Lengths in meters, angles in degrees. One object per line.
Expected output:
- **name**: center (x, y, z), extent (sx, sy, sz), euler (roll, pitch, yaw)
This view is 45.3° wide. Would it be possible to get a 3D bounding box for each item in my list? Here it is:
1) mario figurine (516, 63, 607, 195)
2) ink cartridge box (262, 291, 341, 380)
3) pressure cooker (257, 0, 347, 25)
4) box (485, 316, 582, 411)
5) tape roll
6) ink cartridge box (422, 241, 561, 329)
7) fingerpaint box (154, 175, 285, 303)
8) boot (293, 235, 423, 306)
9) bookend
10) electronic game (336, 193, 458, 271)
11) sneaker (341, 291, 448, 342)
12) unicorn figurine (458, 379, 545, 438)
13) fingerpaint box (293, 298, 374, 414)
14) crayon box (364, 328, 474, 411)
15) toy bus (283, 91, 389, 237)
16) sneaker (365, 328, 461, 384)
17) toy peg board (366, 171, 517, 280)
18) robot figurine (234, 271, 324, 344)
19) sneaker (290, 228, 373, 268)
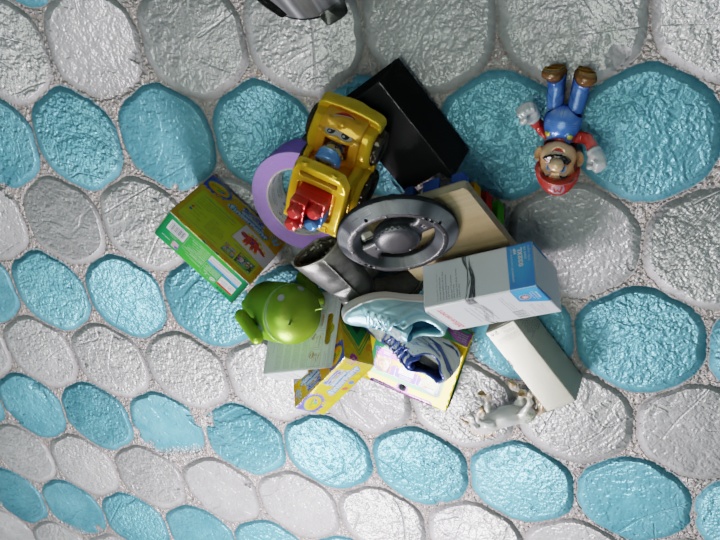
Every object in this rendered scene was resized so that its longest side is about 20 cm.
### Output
- **mario figurine**: center (0.313, -0.209, 1.335), extent (0.123, 0.105, 0.201), euler (33, 131, 49)
- **ink cartridge box**: center (-0.104, 0.129, 1.716), extent (0.199, 0.164, 0.057), euler (-8, 155, 38)
- **pressure cooker**: center (-0.090, -0.474, 1.308), extent (0.177, 0.200, 0.177), euler (12, 94, 7)
- **box**: center (0.321, 0.156, 1.590), extent (0.068, 0.082, 0.200), euler (-30, 103, 36)
- **tape roll**: center (-0.100, -0.141, 1.610), extent (0.199, 0.066, 0.201), euler (13, 126, 18)
- **ink cartridge box**: center (0.224, 0.031, 1.472), extent (0.199, 0.084, 0.145), euler (-13, 156, 26)
- **fingerpaint box**: center (-0.267, -0.062, 1.667), extent (0.200, 0.167, 0.073), euler (42, 127, -6)
- **boot**: center (0.001, 0.001, 1.574), extent (0.181, 0.073, 0.200), euler (-31, 125, 8)
- **bookend**: center (0.043, -0.217, 1.474), extent (0.198, 0.092, 0.200), euler (-28, 110, 41)
- **electronic game**: center (0.061, -0.059, 1.403), extent (0.198, 0.042, 0.200), euler (-2, 148, -1)
- **sneaker**: center (0.063, 0.089, 1.557), extent (0.198, 0.082, 0.074), euler (-4, 135, 7)
- **unicorn figurine**: center (0.271, 0.280, 1.691), extent (0.199, 0.074, 0.138), euler (-6, 138, 19)
- **fingerpaint box**: center (-0.059, 0.163, 1.719), extent (0.073, 0.168, 0.200), euler (17, 135, -27)
- **crayon box**: center (0.106, 0.165, 1.713), extent (0.199, 0.058, 0.173), euler (22, 124, 12)
- **toy bus**: center (-0.056, -0.153, 1.381), extent (0.135, 0.192, 0.201), euler (26, 135, 8)
- **sneaker**: center (0.091, 0.140, 1.616), extent (0.199, 0.088, 0.076), euler (25, 123, 12)
- **toy peg board**: center (0.139, -0.093, 1.466), extent (0.199, 0.098, 0.199), euler (-15, 140, 31)
- **robot figurine**: center (-0.152, 0.080, 1.654), extent (0.200, 0.175, 0.116), euler (4, 119, 57)
- **sneaker**: center (-0.041, -0.020, 1.651), extent (0.199, 0.078, 0.080), euler (-17, 107, 32)
